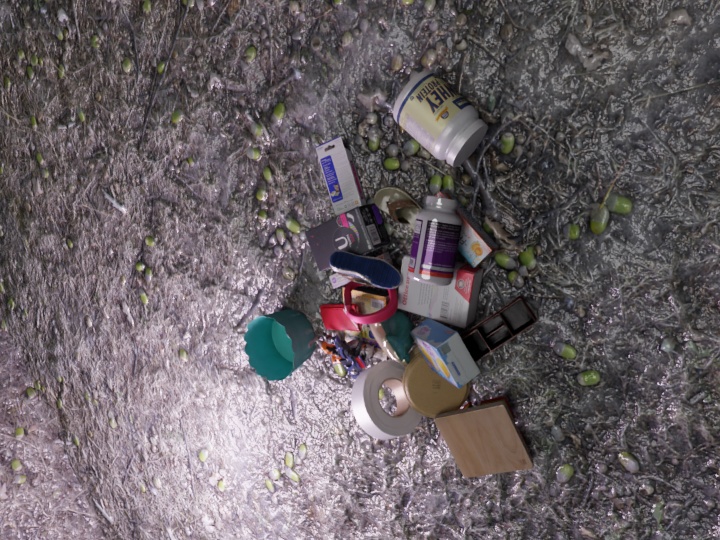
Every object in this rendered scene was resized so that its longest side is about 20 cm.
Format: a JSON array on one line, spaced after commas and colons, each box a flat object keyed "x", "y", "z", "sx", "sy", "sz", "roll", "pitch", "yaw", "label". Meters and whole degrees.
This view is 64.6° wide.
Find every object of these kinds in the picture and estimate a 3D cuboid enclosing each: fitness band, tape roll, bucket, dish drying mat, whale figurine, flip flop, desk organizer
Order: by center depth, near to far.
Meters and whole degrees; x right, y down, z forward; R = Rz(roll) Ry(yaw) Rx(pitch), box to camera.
[{"x": 0.331, "y": 0.149, "z": 1.397, "sx": 0.199, "sy": 0.077, "sz": 0.072, "roll": -36, "pitch": 83, "yaw": 13, "label": "desk organizer"}, {"x": 0.093, "y": 0.169, "z": 1.475, "sx": 0.103, "sy": 0.200, "sz": 0.161, "roll": -33, "pitch": 95, "yaw": 2, "label": "whale figurine"}, {"x": 0.116, "y": -0.152, "z": 1.499, "sx": 0.199, "sy": 0.057, "sz": 0.082, "roll": 41, "pitch": 118, "yaw": 16, "label": "flip flop"}, {"x": 0.027, "y": 0.074, "z": 1.502, "sx": 0.140, "sy": 0.201, "sz": 0.038, "roll": -7, "pitch": 119, "yaw": 1, "label": "fitness band"}, {"x": 0.075, "y": 0.351, "z": 1.550, "sx": 0.205, "sy": 0.201, "sz": 0.071, "roll": 60, "pitch": 143, "yaw": 5, "label": "tape roll"}, {"x": -0.060, "y": 0.136, "z": 1.644, "sx": 0.199, "sy": 0.018, "sz": 0.078, "roll": -6, "pitch": 101, "yaw": 57, "label": "dish drying mat"}, {"x": -0.247, "y": 0.223, "z": 1.754, "sx": 0.203, "sy": 0.134, "sz": 0.212, "roll": 7, "pitch": 104, "yaw": 29, "label": "bucket"}]

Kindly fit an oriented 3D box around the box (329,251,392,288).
[{"x": 0.000, "y": 0.000, "z": 1.614, "sx": 0.197, "sy": 0.041, "sz": 0.039, "roll": -22, "pitch": 91, "yaw": 31, "label": "box"}]

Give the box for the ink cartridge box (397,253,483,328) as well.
[{"x": 0.205, "y": 0.046, "z": 1.476, "sx": 0.197, "sy": 0.085, "sz": 0.151, "roll": 17, "pitch": 109, "yaw": 28, "label": "ink cartridge box"}]

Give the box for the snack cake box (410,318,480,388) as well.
[{"x": 0.200, "y": 0.196, "z": 1.382, "sx": 0.067, "sy": 0.200, "sz": 0.116, "roll": -34, "pitch": 100, "yaw": -8, "label": "snack cake box"}]

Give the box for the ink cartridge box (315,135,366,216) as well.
[{"x": -0.055, "y": -0.263, "z": 1.589, "sx": 0.093, "sy": 0.037, "sz": 0.204, "roll": -15, "pitch": 96, "yaw": 33, "label": "ink cartridge box"}]

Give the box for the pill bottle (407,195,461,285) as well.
[{"x": 0.181, "y": -0.071, "z": 1.365, "sx": 0.111, "sy": 0.112, "sz": 0.205, "roll": 13, "pitch": 98, "yaw": 27, "label": "pill bottle"}]

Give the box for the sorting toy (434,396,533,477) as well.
[{"x": 0.324, "y": 0.426, "z": 1.481, "sx": 0.196, "sy": 0.070, "sz": 0.202, "roll": -20, "pitch": 108, "yaw": 29, "label": "sorting toy"}]

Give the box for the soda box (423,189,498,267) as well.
[{"x": 0.252, "y": -0.107, "z": 1.427, "sx": 0.201, "sy": 0.063, "sz": 0.068, "roll": 51, "pitch": 121, "yaw": 12, "label": "soda box"}]

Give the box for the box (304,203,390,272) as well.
[{"x": -0.037, "y": -0.091, "z": 1.576, "sx": 0.198, "sy": 0.106, "sz": 0.124, "roll": -22, "pitch": 89, "yaw": 33, "label": "box"}]

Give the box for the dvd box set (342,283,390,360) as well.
[{"x": 0.018, "y": 0.147, "z": 1.622, "sx": 0.144, "sy": 0.029, "sz": 0.204, "roll": 11, "pitch": 116, "yaw": 29, "label": "dvd box set"}]

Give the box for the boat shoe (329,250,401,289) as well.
[{"x": 0.015, "y": 0.003, "z": 1.504, "sx": 0.196, "sy": 0.073, "sz": 0.073, "roll": 21, "pitch": 71, "yaw": 10, "label": "boat shoe"}]

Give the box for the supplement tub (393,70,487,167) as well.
[{"x": 0.190, "y": -0.359, "z": 1.358, "sx": 0.200, "sy": 0.144, "sz": 0.146, "roll": 44, "pitch": 119, "yaw": 14, "label": "supplement tub"}]

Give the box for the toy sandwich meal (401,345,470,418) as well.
[{"x": 0.198, "y": 0.293, "z": 1.533, "sx": 0.200, "sy": 0.070, "sz": 0.210, "roll": 0, "pitch": 94, "yaw": 2, "label": "toy sandwich meal"}]

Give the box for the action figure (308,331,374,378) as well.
[{"x": -0.048, "y": 0.216, "z": 1.616, "sx": 0.190, "sy": 0.106, "sz": 0.202, "roll": 4, "pitch": 138, "yaw": 25, "label": "action figure"}]
